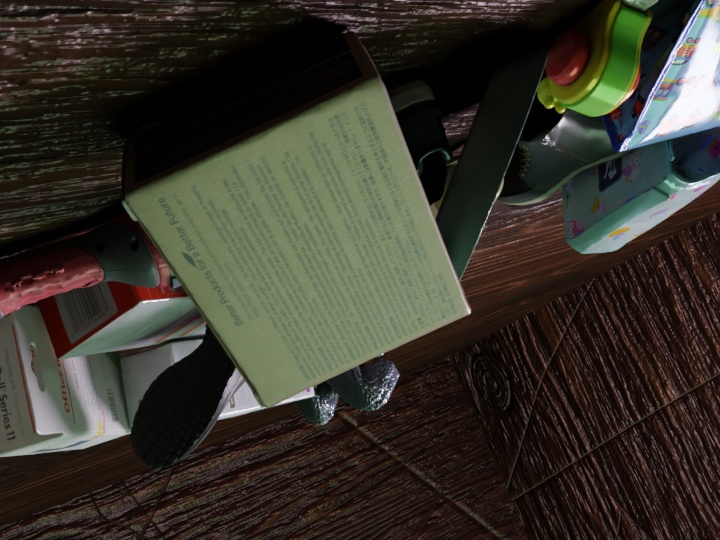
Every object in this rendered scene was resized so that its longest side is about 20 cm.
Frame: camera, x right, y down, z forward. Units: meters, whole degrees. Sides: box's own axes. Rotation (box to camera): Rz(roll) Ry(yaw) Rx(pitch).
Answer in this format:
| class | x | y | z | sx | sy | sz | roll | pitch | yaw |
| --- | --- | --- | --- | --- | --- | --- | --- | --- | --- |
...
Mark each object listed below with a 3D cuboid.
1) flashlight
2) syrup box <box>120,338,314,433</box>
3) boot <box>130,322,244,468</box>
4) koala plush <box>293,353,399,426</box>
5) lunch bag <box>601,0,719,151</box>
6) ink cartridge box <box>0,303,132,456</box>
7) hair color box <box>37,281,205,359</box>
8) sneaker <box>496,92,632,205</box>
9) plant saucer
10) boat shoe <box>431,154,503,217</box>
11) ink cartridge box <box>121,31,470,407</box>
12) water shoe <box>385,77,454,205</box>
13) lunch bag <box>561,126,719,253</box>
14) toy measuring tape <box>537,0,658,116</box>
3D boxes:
| class | x | y | z | sx | sy | sz | roll | pitch | yaw |
| --- | --- | --- | --- | --- | --- | --- | --- | --- | --- |
| flashlight | -0.211 | 0.005 | 0.628 | 0.198 | 0.069 | 0.068 | -21 | 170 | -20 |
| syrup box | -0.143 | 0.112 | 0.916 | 0.078 | 0.082 | 0.199 | -16 | 171 | 35 |
| boot | -0.112 | 0.096 | 0.805 | 0.201 | 0.070 | 0.131 | -51 | 159 | 6 |
| koala plush | -0.015 | 0.076 | 1.221 | 0.177 | 0.185 | 0.200 | -23 | -166 | 48 |
| lunch bag | 0.287 | -0.200 | 0.702 | 0.149 | 0.095 | 0.200 | -16 | 157 | -24 |
| ink cartridge box | -0.279 | 0.100 | 0.790 | 0.067 | 0.118 | 0.200 | -17 | 169 | 5 |
| hair color box | -0.172 | 0.020 | 0.793 | 0.110 | 0.064 | 0.199 | -31 | 166 | 27 |
| sneaker | 0.163 | -0.123 | 0.854 | 0.105 | 0.076 | 0.200 | 5 | 161 | -31 |
| plant saucer | 0.094 | -0.083 | 0.698 | 0.200 | 0.036 | 0.202 | 22 | 90 | -86 |
| boat shoe | 0.044 | -0.061 | 0.856 | 0.198 | 0.073 | 0.065 | -21 | 170 | 10 |
| ink cartridge box | -0.035 | -0.025 | 0.574 | 0.163 | 0.075 | 0.201 | -23 | 130 | 3 |
| water shoe | 0.027 | -0.078 | 0.709 | 0.071 | 0.080 | 0.200 | -22 | 169 | -7 |
| lunch bag | 0.294 | -0.114 | 0.879 | 0.200 | 0.122 | 0.170 | -46 | -177 | -32 |
| toy measuring tape | 0.197 | -0.167 | 0.647 | 0.073 | 0.074 | 0.200 | -16 | 170 | -32 |
